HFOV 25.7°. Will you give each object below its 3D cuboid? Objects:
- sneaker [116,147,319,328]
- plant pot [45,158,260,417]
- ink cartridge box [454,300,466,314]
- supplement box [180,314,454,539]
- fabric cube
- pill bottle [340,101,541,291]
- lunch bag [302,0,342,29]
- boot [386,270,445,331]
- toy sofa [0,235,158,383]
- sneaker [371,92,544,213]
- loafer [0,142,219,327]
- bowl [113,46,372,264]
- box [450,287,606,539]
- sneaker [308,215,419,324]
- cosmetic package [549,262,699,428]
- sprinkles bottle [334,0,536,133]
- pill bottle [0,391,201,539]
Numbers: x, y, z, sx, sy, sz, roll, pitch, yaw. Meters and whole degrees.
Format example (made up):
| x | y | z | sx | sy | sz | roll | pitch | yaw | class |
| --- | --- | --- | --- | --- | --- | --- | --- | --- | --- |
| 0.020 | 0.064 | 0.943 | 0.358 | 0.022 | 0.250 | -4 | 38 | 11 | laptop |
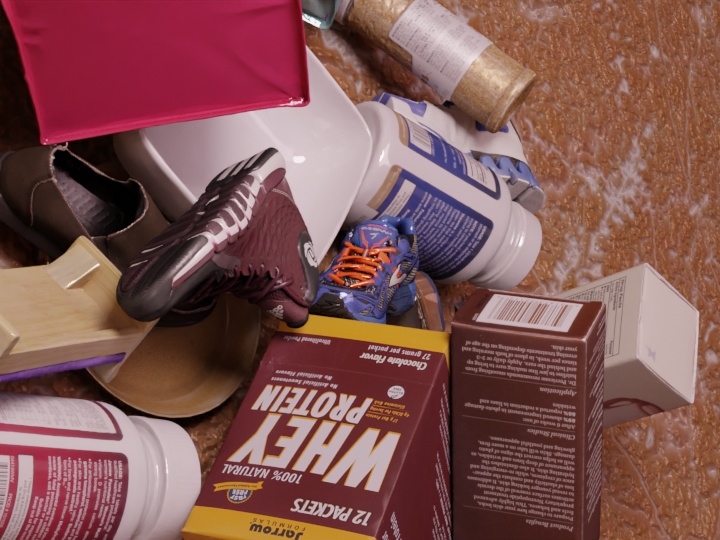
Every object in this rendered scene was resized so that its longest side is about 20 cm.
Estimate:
| x | y | z | sx | sy | sz | roll | pitch | yaw | class |
| --- | --- | --- | --- | --- | --- | --- | --- | --- | --- |
| -0.080 | 0.005 | 1.080 | 0.116 | 0.076 | 0.200 | 59 | 37 | -17 | sneaker |
| -0.158 | 0.014 | 1.182 | 0.200 | 0.027 | 0.201 | 20 | 61 | -41 | plant pot |
| 0.128 | 0.150 | 1.293 | 0.047 | 0.198 | 0.201 | -8 | 112 | -17 | ink cartridge box |
| -0.010 | 0.174 | 1.133 | 0.198 | 0.132 | 0.200 | 76 | 28 | -44 | supplement box |
| -0.146 | -0.234 | 1.077 | 0.200 | 0.195 | 0.200 | 88 | -9 | -52 | fabric cube |
| 0.060 | -0.056 | 1.369 | 0.200 | 0.111 | 0.111 | 28 | 55 | -31 | pill bottle |
| -0.077 | -0.330 | 1.334 | 0.199 | 0.122 | 0.171 | 26 | 56 | -6 | lunch bag |
| 0.031 | 0.104 | 1.330 | 0.097 | 0.075 | 0.201 | -9 | 78 | -32 | boot |
| -0.220 | 0.042 | 0.989 | 0.083 | 0.098 | 0.200 | 43 | 14 | 12 | toy sofa |
| 0.080 | -0.126 | 1.467 | 0.199 | 0.081 | 0.115 | 22 | 45 | -32 | sneaker |
| -0.169 | -0.023 | 1.110 | 0.200 | 0.071 | 0.073 | 32 | 53 | -34 | loafer |
| -0.098 | -0.098 | 1.216 | 0.200 | 0.075 | 0.200 | 47 | 45 | -24 | bowl |
| 0.122 | 0.119 | 1.140 | 0.075 | 0.100 | 0.201 | -45 | 138 | -60 | box |
| 0.000 | 0.000 | 1.226 | 0.200 | 0.075 | 0.079 | -42 | 145 | -73 | sneaker |
| 0.192 | 0.082 | 1.398 | 0.087 | 0.200 | 0.104 | 37 | 50 | -31 | cosmetic package |
| 0.060 | -0.206 | 1.410 | 0.200 | 0.068 | 0.068 | 37 | 43 | 8 | sprinkles bottle |
| -0.208 | 0.135 | 1.015 | 0.200 | 0.109 | 0.110 | 12 | 66 | -44 | pill bottle |
